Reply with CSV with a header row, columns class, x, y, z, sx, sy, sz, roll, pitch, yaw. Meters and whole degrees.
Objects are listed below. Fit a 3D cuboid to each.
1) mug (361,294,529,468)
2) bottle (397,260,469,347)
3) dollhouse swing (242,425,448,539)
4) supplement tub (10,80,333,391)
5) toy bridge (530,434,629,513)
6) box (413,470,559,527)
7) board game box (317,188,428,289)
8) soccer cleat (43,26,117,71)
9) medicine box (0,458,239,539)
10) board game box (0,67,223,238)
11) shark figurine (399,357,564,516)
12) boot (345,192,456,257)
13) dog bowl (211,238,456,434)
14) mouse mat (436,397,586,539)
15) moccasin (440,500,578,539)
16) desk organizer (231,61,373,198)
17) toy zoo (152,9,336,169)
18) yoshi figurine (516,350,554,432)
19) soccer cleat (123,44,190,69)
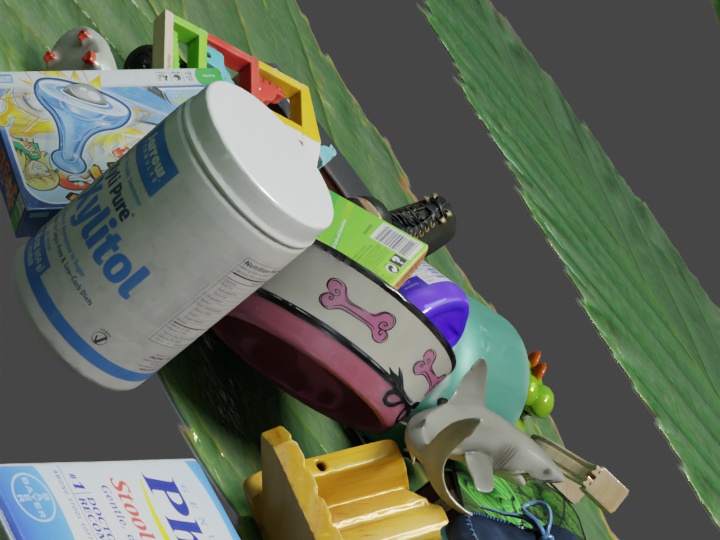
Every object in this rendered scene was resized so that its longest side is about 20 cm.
class,x,y,z,sx,sy,sz,roll,pitch,yaw
mug,0.042,0.089,1.459,0.114,0.184,0.153,28,62,-48
bottle,0.000,0.000,1.392,0.083,0.066,0.200,-16,42,-40
dollhouse swing,0.025,0.195,1.122,0.181,0.176,0.201,-11,56,-27
supplement tub,-0.132,-0.021,1.149,0.132,0.200,0.132,43,20,-20
toy bridge,0.171,0.173,1.452,0.067,0.027,0.200,43,-9,-7
box,0.091,0.221,1.371,0.200,0.100,0.075,15,40,-59
board game box,-0.052,-0.039,1.328,0.199,0.030,0.096,32,38,10
soccer cleat,-0.211,-0.113,1.354,0.078,0.069,0.201,41,24,-53
medicine box,-0.133,0.204,0.889,0.183,0.103,0.200,58,21,19
board game box,-0.181,-0.093,1.266,0.199,0.035,0.136,-6,56,-31
shark figurine,0.074,0.108,1.222,0.128,0.090,0.214,28,6,24
boot,0.036,-0.046,1.539,0.078,0.138,0.200,54,-16,10
dog bowl,-0.030,0.048,1.246,0.199,0.074,0.200,31,-15,9
mouse mat,0.135,0.203,1.346,0.200,0.008,0.161,40,23,-31
moccasin,0.132,0.209,1.216,0.200,0.068,0.081,30,32,-49
desk organizer,-0.067,-0.104,1.635,0.200,0.077,0.072,54,19,8
toy zoo,-0.103,-0.143,1.511,0.199,0.020,0.132,25,45,-34
yoshi figurine,0.106,0.126,1.544,0.112,0.113,0.200,-1,3,-20
soccer cleat,-0.145,-0.127,1.544,0.200,0.068,0.073,44,-4,-9
